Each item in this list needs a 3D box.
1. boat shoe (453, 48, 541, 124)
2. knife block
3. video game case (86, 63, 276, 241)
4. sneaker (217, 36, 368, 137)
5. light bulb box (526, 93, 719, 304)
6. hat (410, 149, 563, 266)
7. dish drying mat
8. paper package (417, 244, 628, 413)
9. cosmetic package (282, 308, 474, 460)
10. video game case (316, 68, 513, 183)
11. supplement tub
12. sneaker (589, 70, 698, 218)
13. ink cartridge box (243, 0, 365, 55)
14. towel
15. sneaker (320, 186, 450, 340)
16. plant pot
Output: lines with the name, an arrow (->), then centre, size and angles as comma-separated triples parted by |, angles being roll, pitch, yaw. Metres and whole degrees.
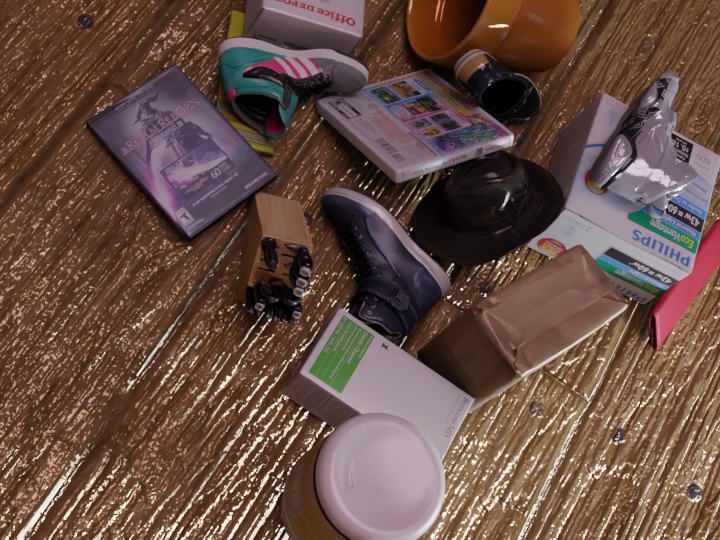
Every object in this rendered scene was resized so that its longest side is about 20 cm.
boat shoe -> 0.193, -0.235, 1.705 | 0.062, 0.075, 0.200 | 55, 17, 28
knife block -> -0.094, -0.028, 1.505 | 0.064, 0.176, 0.200 | 14, 65, -15
video game case -> -0.222, -0.149, 1.579 | 0.143, 0.019, 0.200 | -38, 81, -23
sneaker -> -0.085, -0.226, 1.623 | 0.200, 0.084, 0.121 | 6, 62, -14
light bulb box -> 0.357, -0.096, 1.722 | 0.198, 0.125, 0.200 | 26, 62, -8
hat -> 0.157, -0.101, 1.621 | 0.201, 0.081, 0.201 | -9, 46, 9
dish drying mat -> 0.450, 0.017, 1.746 | 0.018, 0.077, 0.200 | 24, 56, 32
paper package -> 0.195, 0.075, 1.553 | 0.191, 0.200, 0.103 | -28, 80, -26
cosmetic package -> 0.021, 0.151, 1.527 | 0.200, 0.085, 0.108 | 33, 60, -4
video game case -> 0.069, -0.193, 1.657 | 0.182, 0.024, 0.200 | -19, 43, -25
supplement tub -> -0.004, 0.250, 1.412 | 0.145, 0.200, 0.145 | 7, 68, -17
sneaker -> 0.388, -0.161, 1.649 | 0.115, 0.075, 0.200 | 36, 67, -3
ink cartridge box -> -0.070, -0.390, 1.701 | 0.145, 0.084, 0.200 | 13, 64, -20
towel -> -0.144, -0.246, 1.665 | 0.086, 0.018, 0.200 | 15, 64, -20
sneaker -> 0.001, 0.000, 1.583 | 0.202, 0.077, 0.146 | 43, 59, -1
plant pot -> 0.194, -0.359, 1.744 | 0.183, 0.200, 0.200 | 14, 64, -32
